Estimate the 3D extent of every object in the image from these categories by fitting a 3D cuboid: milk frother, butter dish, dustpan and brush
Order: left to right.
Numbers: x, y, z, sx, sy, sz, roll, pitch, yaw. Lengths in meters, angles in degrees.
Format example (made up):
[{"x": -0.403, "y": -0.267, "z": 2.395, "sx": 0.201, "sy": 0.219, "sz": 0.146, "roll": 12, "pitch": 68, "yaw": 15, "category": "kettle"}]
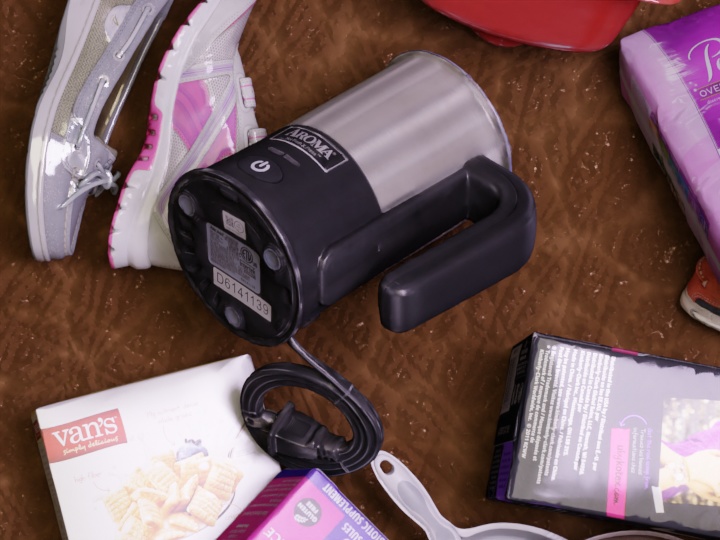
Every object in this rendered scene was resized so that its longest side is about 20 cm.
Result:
[{"x": 0.000, "y": 0.000, "z": 1.498, "sx": 0.188, "sy": 0.200, "sz": 0.181, "roll": -31, "pitch": 65, "yaw": -33, "category": "milk frother"}, {"x": 0.071, "y": 0.193, "z": 1.525, "sx": 0.140, "sy": 0.057, "sz": 0.200, "roll": -40, "pitch": 88, "yaw": -6, "category": "dustpan and brush"}, {"x": 0.105, "y": -0.207, "z": 1.529, "sx": 0.199, "sy": 0.148, "sz": 0.200, "roll": 15, "pitch": 43, "yaw": -1, "category": "butter dish"}]

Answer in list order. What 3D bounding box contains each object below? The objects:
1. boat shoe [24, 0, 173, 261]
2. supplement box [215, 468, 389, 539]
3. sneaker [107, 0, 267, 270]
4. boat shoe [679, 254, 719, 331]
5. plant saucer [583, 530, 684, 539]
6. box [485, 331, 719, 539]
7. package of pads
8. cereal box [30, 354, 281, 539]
[{"x": -0.168, "y": -0.101, "z": 1.534, "sx": 0.065, "sy": 0.074, "sz": 0.202, "roll": 13, "pitch": 77, "yaw": 2, "category": "boat shoe"}, {"x": -0.069, "y": 0.224, "z": 1.449, "sx": 0.101, "sy": 0.103, "sz": 0.200, "roll": 45, "pitch": 77, "yaw": -6, "category": "supplement box"}, {"x": -0.095, "y": -0.087, "z": 1.538, "sx": 0.088, "sy": 0.081, "sz": 0.200, "roll": 17, "pitch": 91, "yaw": -5, "category": "sneaker"}, {"x": 0.303, "y": 0.043, "z": 1.553, "sx": 0.200, "sy": 0.071, "sz": 0.063, "roll": 28, "pitch": 126, "yaw": -3, "category": "boat shoe"}, {"x": 0.154, "y": 0.255, "z": 1.510, "sx": 0.200, "sy": 0.032, "sz": 0.200, "roll": -4, "pitch": 103, "yaw": -19, "category": "plant saucer"}, {"x": 0.189, "y": 0.110, "z": 1.508, "sx": 0.200, "sy": 0.122, "sz": 0.106, "roll": 11, "pitch": 84, "yaw": -3, "category": "box"}, {"x": 0.252, "y": -0.077, "z": 1.513, "sx": 0.120, "sy": 0.076, "sz": 0.200, "roll": -19, "pitch": 56, "yaw": -4, "category": "package of pads"}, {"x": -0.114, "y": 0.166, "z": 1.519, "sx": 0.144, "sy": 0.040, "sz": 0.200, "roll": -15, "pitch": 86, "yaw": -14, "category": "cereal box"}]
